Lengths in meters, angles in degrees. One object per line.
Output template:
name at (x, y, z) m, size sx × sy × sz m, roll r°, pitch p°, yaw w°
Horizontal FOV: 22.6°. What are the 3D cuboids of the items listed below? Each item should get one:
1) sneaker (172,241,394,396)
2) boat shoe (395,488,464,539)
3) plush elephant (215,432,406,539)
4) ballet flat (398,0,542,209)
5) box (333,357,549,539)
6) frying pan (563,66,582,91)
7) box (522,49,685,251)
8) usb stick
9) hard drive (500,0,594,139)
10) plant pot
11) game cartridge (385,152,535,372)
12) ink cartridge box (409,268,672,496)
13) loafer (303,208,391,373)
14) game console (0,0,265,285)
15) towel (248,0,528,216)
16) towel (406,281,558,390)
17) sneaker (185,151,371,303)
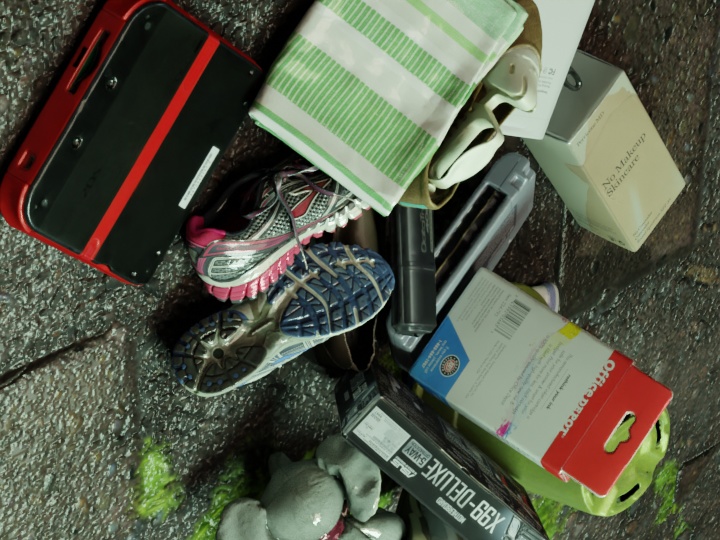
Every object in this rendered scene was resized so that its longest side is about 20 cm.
sneaker at (-0.067, 0.041, 1.481) m, size 0.200 × 0.077 × 0.085 m, roll -26°, pitch 172°, yaw -14°
boat shoe at (0.069, 0.241, 1.672) m, size 0.068 × 0.200 × 0.075 m, roll 14°, pitch 108°, yaw -5°
plush elephant at (-0.044, 0.224, 1.573) m, size 0.165 × 0.200 × 0.155 m, roll -24°, pitch 104°, yaw -10°
ballet flat at (0.099, -0.129, 1.465) m, size 0.200 × 0.072 × 0.068 m, roll -51°, pitch 132°, yaw -3°
box at (0.068, 0.167, 1.564) m, size 0.200 × 0.158 × 0.050 m, roll 41°, pitch 96°, yaw -11°
frying pan at (0.141, -0.220, 1.555) m, size 0.190 × 0.031 × 0.115 m, roll 1°, pitch 114°, yaw -46°
box at (0.227, -0.114, 1.714) m, size 0.095 × 0.078 × 0.200 m, roll -53°, pitch 141°, yaw -8°
usb stick at (0.042, -0.044, 1.526) m, size 0.055 × 0.033 × 0.200 m, roll 8°, pitch 80°, yaw -61°
hard drive at (0.139, -0.213, 1.519) m, size 0.132 × 0.027 × 0.200 m, roll 4°, pitch 113°, yaw -42°
plant pot at (0.181, 0.136, 1.693) m, size 0.200 × 0.190 × 0.200 m, roll -21°, pitch 124°, yaw -36°
game cartridge at (0.090, -0.004, 1.625) m, size 0.200 × 0.041 × 0.133 m, roll -54°, pitch 163°, yaw -12°
ink cartridge box at (0.159, 0.101, 1.566) m, size 0.116 × 0.200 × 0.067 m, roll -55°, pitch 164°, yaw -6°
loafer at (0.000, 0.000, 1.540) m, size 0.073 × 0.071 × 0.200 m, roll -21°, pitch 127°, yaw -39°
game console at (-0.167, -0.098, 1.338) m, size 0.200 × 0.031 × 0.177 m, roll -59°, pitch 147°, yaw 0°
towel at (0.021, -0.163, 1.416) m, size 0.152 × 0.023 × 0.200 m, roll 35°, pitch 87°, yaw -15°
towel at (0.119, 0.098, 1.771) m, size 0.200 × 0.024 × 0.147 m, roll -17°, pitch 124°, yaw -40°
sneaker at (-0.053, -0.061, 1.439) m, size 0.200 × 0.081 × 0.075 m, roll -45°, pitch 137°, yaw -19°
